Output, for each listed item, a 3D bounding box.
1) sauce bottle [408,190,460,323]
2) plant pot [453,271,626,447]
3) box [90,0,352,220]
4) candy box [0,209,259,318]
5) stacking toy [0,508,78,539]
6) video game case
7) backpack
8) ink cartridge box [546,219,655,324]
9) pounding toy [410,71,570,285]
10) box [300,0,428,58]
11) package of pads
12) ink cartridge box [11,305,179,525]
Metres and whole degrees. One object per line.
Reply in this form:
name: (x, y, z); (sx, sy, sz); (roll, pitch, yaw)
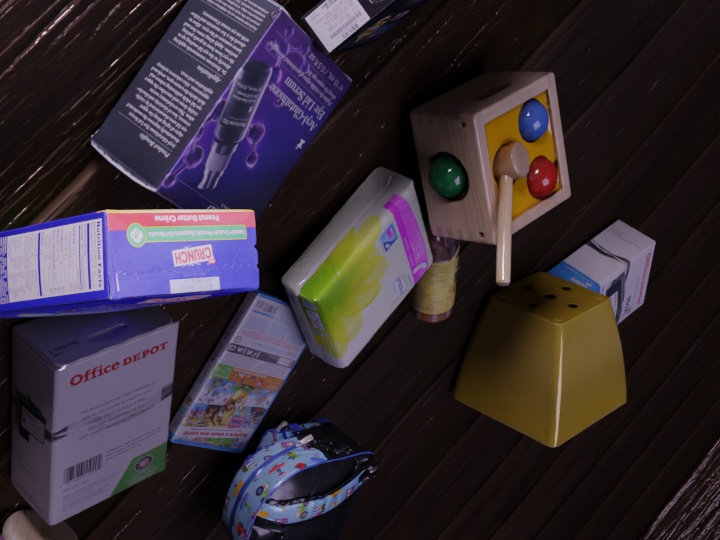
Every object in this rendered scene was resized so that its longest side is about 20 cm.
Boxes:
sauce bottle: (0.098, -0.024, 1.535); (0.066, 0.066, 0.202); (-31, 142, -32)
plant pot: (0.280, 0.118, 1.794); (0.199, 0.199, 0.178); (-22, 124, -41)
box: (-0.126, -0.148, 1.102); (0.201, 0.104, 0.148); (-56, 148, 0)
candy box: (-0.215, -0.005, 1.025); (0.168, 0.198, 0.078); (-2, 86, -52)
stacking toy: (-0.375, 0.354, 1.258); (0.085, 0.085, 0.201); (6, 121, -54)
video game case: (-0.136, 0.123, 1.408); (0.201, 0.018, 0.143); (-59, 148, 5)
backpack: (-0.097, 0.288, 1.495); (0.199, 0.134, 0.184); (-6, 124, -50)
ink cartridge box: (0.384, 0.031, 1.937); (0.199, 0.084, 0.146); (-33, 142, -31)
pounding toy: (0.160, -0.113, 1.393); (0.199, 0.141, 0.186); (-31, 118, -38)
box: (0.053, -0.283, 1.116); (0.198, 0.050, 0.200); (-34, -176, 18)
package of pads: (0.000, 0.000, 1.415); (0.200, 0.068, 0.155); (-49, 147, -22)
ink cartridge box: (-0.267, 0.131, 1.183); (0.145, 0.084, 0.202); (-22, 134, -41)
